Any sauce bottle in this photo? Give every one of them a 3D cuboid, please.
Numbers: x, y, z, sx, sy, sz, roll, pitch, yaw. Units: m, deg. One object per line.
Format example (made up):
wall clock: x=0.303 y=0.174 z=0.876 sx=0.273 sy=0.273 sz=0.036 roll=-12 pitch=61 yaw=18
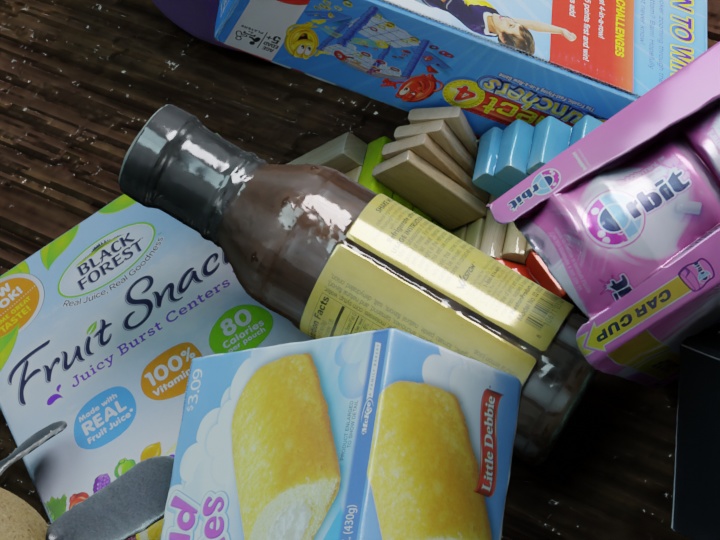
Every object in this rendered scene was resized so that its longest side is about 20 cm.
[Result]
sauce bottle: x=0.000 y=0.000 z=0.873 sx=0.200 sy=0.065 sz=0.065 roll=32 pitch=70 yaw=9

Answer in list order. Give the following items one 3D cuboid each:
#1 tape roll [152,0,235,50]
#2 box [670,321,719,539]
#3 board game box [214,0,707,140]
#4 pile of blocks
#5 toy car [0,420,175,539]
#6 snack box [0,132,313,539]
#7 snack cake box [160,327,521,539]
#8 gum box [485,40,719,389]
tape roll: x=-0.028 y=-0.203 z=1.093 sx=0.199 sy=0.066 sz=0.201 roll=-8 pitch=57 yaw=13
box: x=0.220 y=0.063 z=0.711 sx=0.141 sy=0.079 sz=0.200 roll=-26 pitch=36 yaw=-38
board game box: x=0.049 y=-0.152 z=0.951 sx=0.056 sy=0.195 sz=0.201 roll=128 pitch=156 yaw=-49
pile of blocks: x=0.054 y=-0.019 z=0.907 sx=0.199 sy=0.082 sz=0.062 roll=-4 pitch=55 yaw=26
toy car: x=-0.150 y=0.142 z=0.841 sx=0.164 sy=0.158 sz=0.200 roll=13 pitch=57 yaw=46
snack box: x=-0.073 y=0.051 z=0.939 sx=0.142 sy=0.053 sz=0.200 roll=-32 pitch=47 yaw=0
snack cake box: x=-0.018 y=0.128 z=0.777 sx=0.115 sy=0.067 sz=0.201 roll=-10 pitch=65 yaw=47
gum box: x=0.120 y=-0.019 z=0.766 sx=0.113 sy=0.200 sz=0.066 roll=-35 pitch=79 yaw=8
